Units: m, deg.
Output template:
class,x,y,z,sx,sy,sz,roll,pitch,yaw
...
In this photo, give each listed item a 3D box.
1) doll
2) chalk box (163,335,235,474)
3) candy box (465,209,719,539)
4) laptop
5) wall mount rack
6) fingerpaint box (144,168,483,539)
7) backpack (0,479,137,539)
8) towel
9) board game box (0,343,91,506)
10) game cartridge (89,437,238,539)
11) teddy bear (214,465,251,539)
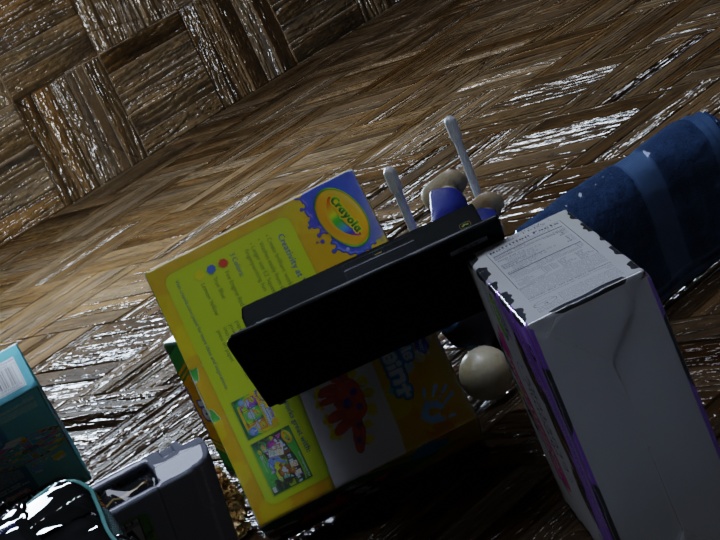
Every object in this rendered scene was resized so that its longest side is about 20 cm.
class,x,y,z,sx,sy,sz,roll,pitch,yaw
doll,0.091,0.016,1.537,0.048,0.136,0.201,-43,32,32
chalk box,-0.031,0.070,1.550,0.124,0.125,0.199,-35,15,-35
candy box,0.133,0.070,1.115,0.071,0.169,0.200,-24,12,-2
laptop,0.000,0.000,1.282,0.176,0.104,0.200,-23,29,1
wall mount rack,0.056,-0.018,1.665,0.074,0.175,0.200,25,34,15
fingerpaint box,-0.032,0.060,1.415,0.166,0.201,0.073,-27,-19,-2
backpack,-0.180,0.229,1.140,0.175,0.154,0.200,-30,14,-15
towel,0.204,-0.028,1.498,0.199,0.113,0.048,-32,24,-25
board game box,-0.321,0.155,1.708,0.150,0.047,0.200,-28,-27,-8
game cartridge,-0.170,0.200,1.295,0.199,0.134,0.041,-28,46,-15
teddy bear,-0.179,0.197,1.472,0.198,0.067,0.145,-24,15,14
